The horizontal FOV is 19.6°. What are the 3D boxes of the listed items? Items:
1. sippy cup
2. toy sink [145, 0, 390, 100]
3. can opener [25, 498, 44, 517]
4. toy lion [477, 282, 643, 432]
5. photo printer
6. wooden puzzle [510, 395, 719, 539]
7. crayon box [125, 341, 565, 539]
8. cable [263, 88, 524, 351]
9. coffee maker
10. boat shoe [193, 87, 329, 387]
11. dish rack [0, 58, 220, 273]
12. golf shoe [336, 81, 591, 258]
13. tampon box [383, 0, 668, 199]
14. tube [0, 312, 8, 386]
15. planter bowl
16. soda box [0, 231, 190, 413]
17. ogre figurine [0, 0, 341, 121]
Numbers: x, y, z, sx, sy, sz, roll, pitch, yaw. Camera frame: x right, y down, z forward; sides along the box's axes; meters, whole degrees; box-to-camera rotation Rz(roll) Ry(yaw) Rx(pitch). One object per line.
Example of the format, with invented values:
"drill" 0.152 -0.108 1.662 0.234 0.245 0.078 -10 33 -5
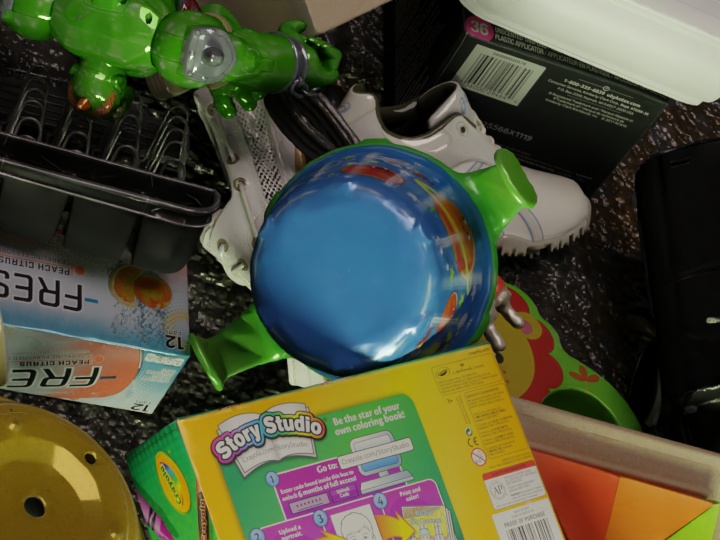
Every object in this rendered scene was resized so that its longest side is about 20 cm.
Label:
"sippy cup" 0.000 0.000 1.091 0.139 0.179 0.130 25 6 8
"toy sink" -0.076 -0.182 1.267 0.130 0.199 0.113 -32 105 -48
"can opener" -0.128 0.197 1.010 0.053 0.067 0.201 -15 59 -36
"toy lion" 0.079 0.075 1.228 0.199 0.069 0.193 20 42 -16
"photo printer" 0.141 -0.204 1.280 0.199 0.070 0.167 20 50 -16
"wooden puzzle" 0.118 0.174 1.128 0.199 0.037 0.187 16 84 -16
"crayon box" -0.003 0.116 1.024 0.199 0.058 0.120 -12 75 -36
"cable" 0.026 -0.038 1.200 0.097 0.050 0.201 -26 84 -53
"coffee maker" 0.240 0.015 1.269 0.133 0.193 0.201 4 52 -7
"boat shoe" -0.059 -0.020 1.217 0.069 0.071 0.201 -10 68 -5
"dish rack" -0.158 -0.071 1.153 0.152 0.055 0.200 16 25 -12
"golf shoe" 0.065 -0.065 1.280 0.199 0.098 0.078 3 23 -30
"tampon box" 0.105 -0.168 1.368 0.149 0.126 0.201 16 51 -19
"tube" -0.272 0.046 1.009 0.198 0.052 0.058 -10 77 -18
"planter bowl" -0.162 0.122 0.939 0.199 0.083 0.202 21 48 -25
"soda box" -0.192 0.019 1.108 0.199 0.064 0.069 11 52 -21
"ogre figurine" -0.123 -0.134 1.137 0.200 0.098 0.120 37 15 11
